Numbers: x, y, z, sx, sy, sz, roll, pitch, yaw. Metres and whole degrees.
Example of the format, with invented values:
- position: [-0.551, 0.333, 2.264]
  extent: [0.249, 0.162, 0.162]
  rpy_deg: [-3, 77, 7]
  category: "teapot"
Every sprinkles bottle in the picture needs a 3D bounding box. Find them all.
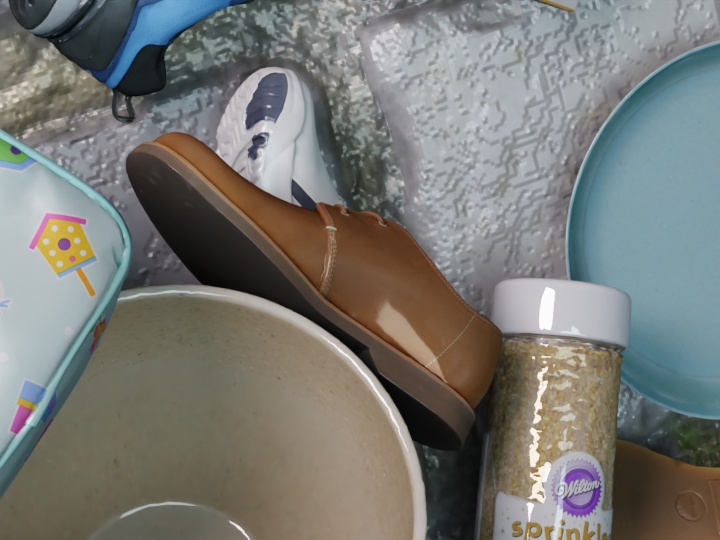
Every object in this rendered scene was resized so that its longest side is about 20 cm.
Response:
- position: [0.089, 0.106, 0.984]
  extent: [0.068, 0.068, 0.201]
  rpy_deg: [8, 82, -18]
  category: "sprinkles bottle"

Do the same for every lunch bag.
- position: [-0.193, 0.024, 0.789]
  extent: [0.160, 0.077, 0.200]
  rpy_deg: [31, 69, -3]
  category: "lunch bag"

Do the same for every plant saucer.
- position: [0.194, -0.023, 1.060]
  extent: [0.199, 0.027, 0.201]
  rpy_deg: [-4, 104, -16]
  category: "plant saucer"

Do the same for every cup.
- position: [-0.081, 0.127, 0.892]
  extent: [0.199, 0.143, 0.201]
  rpy_deg: [3, 63, -7]
  category: "cup"

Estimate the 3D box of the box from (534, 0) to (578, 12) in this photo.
- position: [0.057, -0.195, 0.938]
  extent: [0.200, 0.041, 0.119]
  rpy_deg: [11, 101, -40]
  category: "box"

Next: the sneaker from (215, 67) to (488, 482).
- position: [0.000, 0.000, 0.981]
  extent: [0.129, 0.079, 0.200]
  rpy_deg: [-6, 99, -21]
  category: "sneaker"

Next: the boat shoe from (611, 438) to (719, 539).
- position: [0.160, 0.134, 1.060]
  extent: [0.199, 0.070, 0.071]
  rpy_deg: [7, 56, -4]
  category: "boat shoe"

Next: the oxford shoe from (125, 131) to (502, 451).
- position: [-0.018, -0.004, 0.906]
  extent: [0.200, 0.071, 0.071]
  rpy_deg: [39, 68, -22]
  category: "oxford shoe"

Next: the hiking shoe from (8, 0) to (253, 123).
- position: [-0.068, -0.167, 0.933]
  extent: [0.200, 0.074, 0.087]
  rpy_deg: [-44, 124, 3]
  category: "hiking shoe"
